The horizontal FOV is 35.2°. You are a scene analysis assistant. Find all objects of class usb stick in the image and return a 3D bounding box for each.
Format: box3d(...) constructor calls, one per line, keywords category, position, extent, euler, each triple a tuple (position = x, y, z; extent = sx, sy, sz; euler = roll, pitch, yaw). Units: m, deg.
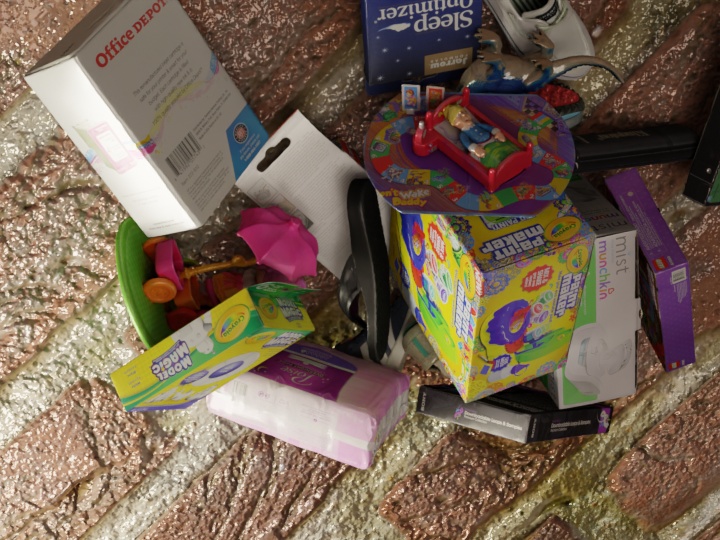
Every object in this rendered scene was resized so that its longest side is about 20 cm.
box3d(category="usb stick", position=(0.284, -0.131, 1.217), extent=(0.199, 0.055, 0.033), euler=(-10, 130, -30))

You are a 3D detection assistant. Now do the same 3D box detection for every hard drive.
box3d(category="hard drive", position=(0.434, -0.171, 1.243), extent=(0.139, 0.038, 0.201), euler=(-7, 120, -39))

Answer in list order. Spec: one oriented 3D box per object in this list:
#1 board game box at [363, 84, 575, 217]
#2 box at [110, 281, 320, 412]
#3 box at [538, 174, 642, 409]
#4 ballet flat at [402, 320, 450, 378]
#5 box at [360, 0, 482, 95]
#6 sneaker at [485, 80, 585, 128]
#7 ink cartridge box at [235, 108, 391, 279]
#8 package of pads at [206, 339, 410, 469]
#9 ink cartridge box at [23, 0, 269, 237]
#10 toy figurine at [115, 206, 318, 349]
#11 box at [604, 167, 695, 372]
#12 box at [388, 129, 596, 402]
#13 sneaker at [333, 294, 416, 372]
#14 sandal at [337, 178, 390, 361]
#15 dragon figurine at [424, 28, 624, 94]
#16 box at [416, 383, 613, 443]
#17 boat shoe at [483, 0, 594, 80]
box3d(category="board game box", position=(0.101, -0.123, 1.054), extent=(0.198, 0.159, 0.039), euler=(2, 142, 5))
box3d(category="box", position=(-0.134, 0.074, 1.122), extent=(0.199, 0.117, 0.049), euler=(-34, 74, 17))
box3d(category="box", position=(0.229, 0.017, 1.244), extent=(0.096, 0.177, 0.201), euler=(-10, 118, -7))
box3d(category="ballet flat", position=(0.118, 0.103, 1.281), extent=(0.199, 0.062, 0.068), euler=(15, 122, -49))
box3d(category="box", position=(0.060, -0.253, 1.122), extent=(0.120, 0.033, 0.201), euler=(-12, 139, -6))
box3d(category="sneaker", position=(0.145, -0.139, 1.220), extent=(0.199, 0.080, 0.096), euler=(-18, 136, 1))
box3d(category="ink cartridge box", position=(-0.035, -0.078, 1.215), extent=(0.109, 0.050, 0.200), euler=(-43, 115, 12))
box3d(category="package of pads", position=(-0.055, 0.134, 1.229), extent=(0.199, 0.120, 0.076), euler=(17, 113, 15))
box3d(category="ink cartridge box", position=(-0.198, -0.156, 1.083), extent=(0.084, 0.145, 0.201), euler=(-7, 127, 39))
box3d(category="toy figurine", position=(-0.127, 0.010, 1.175), extent=(0.183, 0.151, 0.200), euler=(-15, 141, 8))
box3d(category="box", position=(0.317, 0.003, 1.238), extent=(0.039, 0.137, 0.200), euler=(-20, 141, 4))
box3d(category="box", position=(0.121, -0.016, 1.127), extent=(0.121, 0.193, 0.201), euler=(-18, 141, -16))
box3d(category="sneaker", position=(0.018, 0.080, 1.295), extent=(0.084, 0.075, 0.201), euler=(23, 97, 12))
box3d(category="sandal", position=(0.000, -0.001, 1.201), extent=(0.048, 0.075, 0.202), euler=(0, 112, 17))
box3d(category="dragon figurine", position=(0.156, -0.186, 1.148), extent=(0.198, 0.059, 0.100), euler=(1, 141, -5))
box3d(category="box", position=(0.175, 0.156, 1.272), extent=(0.199, 0.142, 0.036), euler=(8, 92, -52))
box3d(category="boat shoe", position=(0.174, -0.262, 1.149), extent=(0.200, 0.067, 0.074), euler=(37, 88, -24))
